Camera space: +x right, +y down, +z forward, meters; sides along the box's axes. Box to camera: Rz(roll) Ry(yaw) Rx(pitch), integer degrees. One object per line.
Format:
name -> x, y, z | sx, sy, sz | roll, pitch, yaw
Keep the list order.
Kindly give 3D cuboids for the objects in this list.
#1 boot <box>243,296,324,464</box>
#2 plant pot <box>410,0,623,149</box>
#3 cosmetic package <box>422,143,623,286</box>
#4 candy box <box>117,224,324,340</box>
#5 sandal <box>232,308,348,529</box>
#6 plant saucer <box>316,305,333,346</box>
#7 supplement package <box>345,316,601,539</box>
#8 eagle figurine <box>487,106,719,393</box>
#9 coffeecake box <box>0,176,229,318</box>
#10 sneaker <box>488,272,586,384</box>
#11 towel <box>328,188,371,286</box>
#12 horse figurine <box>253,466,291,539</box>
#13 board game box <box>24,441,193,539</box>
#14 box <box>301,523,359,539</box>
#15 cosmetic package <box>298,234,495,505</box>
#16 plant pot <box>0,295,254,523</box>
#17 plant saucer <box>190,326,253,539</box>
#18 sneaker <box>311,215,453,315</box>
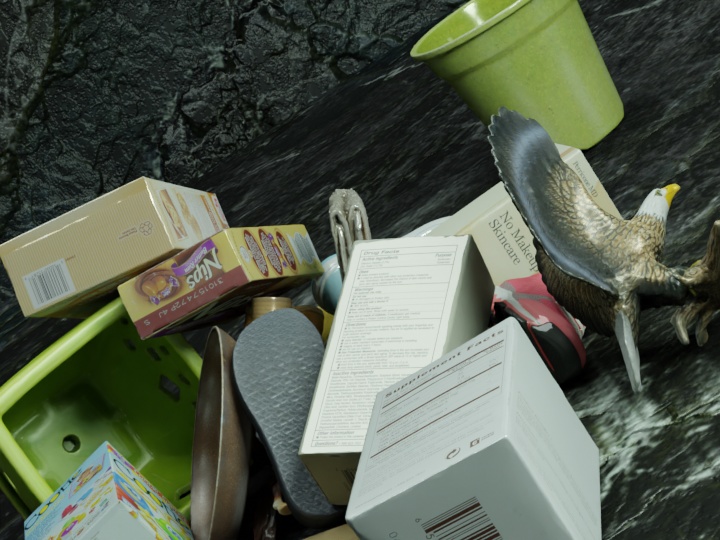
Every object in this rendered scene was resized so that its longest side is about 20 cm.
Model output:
boot -> -0.073, 0.101, 1.744 | 0.071, 0.144, 0.201 | 0, -5, 6
plant pot -> 0.187, -0.214, 2.115 | 0.200, 0.184, 0.200 | -33, 13, 8
cosmetic package -> 0.128, -0.013, 1.706 | 0.200, 0.105, 0.071 | -37, 14, -6
candy box -> -0.121, 0.007, 1.750 | 0.117, 0.057, 0.200 | -27, -5, 17
sandal -> -0.053, 0.118, 1.520 | 0.076, 0.043, 0.200 | -10, 54, -7
plant saucer -> -0.051, 0.085, 1.911 | 0.200, 0.048, 0.200 | -24, 15, 37
supplement package -> 0.077, 0.135, 1.244 | 0.117, 0.117, 0.200 | -30, 13, 15
eagle figurine -> 0.177, -0.019, 1.422 | 0.200, 0.152, 0.151 | 24, 29, 25
coffeecake box -> -0.217, -0.017, 1.794 | 0.153, 0.073, 0.200 | -25, -8, 12
sneaker -> 0.151, 0.031, 1.552 | 0.087, 0.074, 0.200 | -30, 14, -4
towel -> 0.000, 0.000, 1.651 | 0.034, 0.133, 0.200 | -11, 8, 0
horse figurine -> -0.013, 0.150, 1.568 | 0.200, 0.050, 0.133 | -31, 18, -1
board game box -> -0.202, 0.230, 1.582 | 0.105, 0.103, 0.200 | -45, 13, -1
box -> -0.073, 0.255, 1.387 | 0.163, 0.021, 0.200 | -24, 17, 38
cosmetic package -> 0.030, 0.073, 1.464 | 0.103, 0.073, 0.200 | -2, 50, 24
plant pot -> -0.242, 0.157, 1.797 | 0.199, 0.200, 0.181 | -40, 8, -25
plant saucer -> -0.114, 0.147, 1.610 | 0.032, 0.200, 0.200 | 5, 8, -10
sneaker -> 0.067, 0.019, 1.833 | 0.200, 0.080, 0.131 | -19, 33, -17
